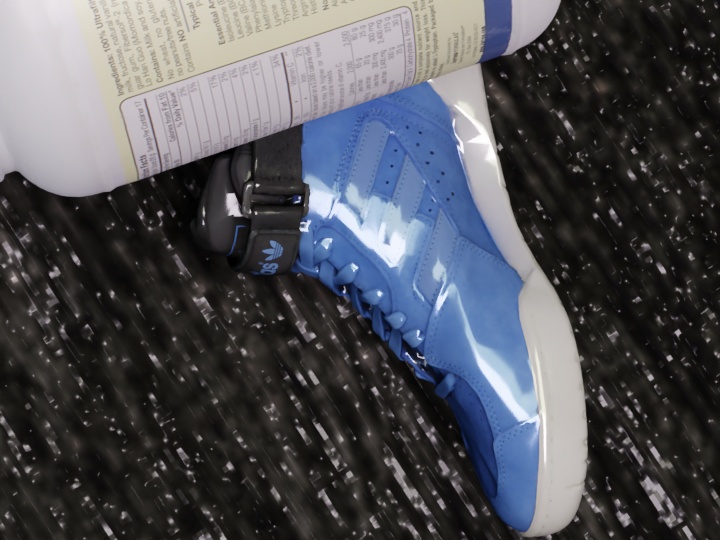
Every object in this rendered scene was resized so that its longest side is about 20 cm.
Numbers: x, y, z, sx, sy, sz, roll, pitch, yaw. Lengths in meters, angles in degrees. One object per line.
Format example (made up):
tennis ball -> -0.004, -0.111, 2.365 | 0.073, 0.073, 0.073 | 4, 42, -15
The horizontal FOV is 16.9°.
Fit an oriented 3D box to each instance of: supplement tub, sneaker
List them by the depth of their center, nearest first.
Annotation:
supplement tub -> -0.054, -0.107, 0.721 | 0.199, 0.145, 0.145 | -19, 86, -6
sneaker -> 0.000, 0.000, 0.804 | 0.111, 0.077, 0.201 | -13, 81, -16
